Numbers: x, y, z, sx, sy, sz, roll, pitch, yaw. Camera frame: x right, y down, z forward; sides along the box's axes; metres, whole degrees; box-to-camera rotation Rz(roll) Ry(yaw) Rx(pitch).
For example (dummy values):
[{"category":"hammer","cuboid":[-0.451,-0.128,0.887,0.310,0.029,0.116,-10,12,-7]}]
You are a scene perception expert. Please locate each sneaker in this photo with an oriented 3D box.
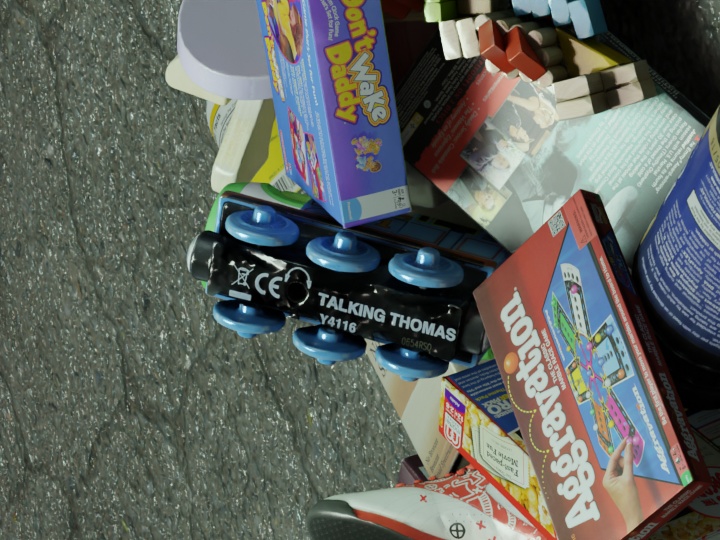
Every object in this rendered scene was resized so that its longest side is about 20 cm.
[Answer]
[{"category":"sneaker","cuboid":[0.073,0.154,1.775,0.200,0.108,0.068,8,138,20]}]

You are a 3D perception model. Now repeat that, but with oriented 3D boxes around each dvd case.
[{"category":"dvd case","cuboid":[0.118,-0.078,1.630,0.200,0.022,0.146,42,114,15]}]

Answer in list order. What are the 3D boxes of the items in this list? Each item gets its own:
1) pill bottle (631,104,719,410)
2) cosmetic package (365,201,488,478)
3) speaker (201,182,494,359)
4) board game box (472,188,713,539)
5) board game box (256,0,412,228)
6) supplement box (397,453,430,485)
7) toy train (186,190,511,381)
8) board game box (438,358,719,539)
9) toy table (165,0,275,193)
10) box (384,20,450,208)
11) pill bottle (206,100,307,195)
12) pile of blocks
[{"category":"pill bottle","cuboid":[0.217,-0.013,1.508,0.112,0.111,0.200,63,148,29]},{"category":"cosmetic package","cuboid":[0.060,0.038,1.854,0.201,0.087,0.104,62,150,31]},{"category":"speaker","cuboid":[0.000,0.000,1.764,0.199,0.089,0.089,13,120,13]},{"category":"board game box","cuboid":[0.127,0.064,1.522,0.103,0.019,0.201,-46,47,34]},{"category":"board game box","cuboid":[-0.023,-0.141,1.637,0.134,0.044,0.201,-137,35,-67]},{"category":"supplement box","cuboid":[0.101,0.220,1.841,0.200,0.085,0.111,50,141,44]},{"category":"toy train","cuboid":[-0.004,0.006,1.661,0.199,0.114,0.087,14,110,13]},{"category":"board game box","cuboid":[0.163,0.109,1.595,0.200,0.151,0.047,44,142,43]},{"category":"toy table","cuboid":[-0.053,-0.146,1.860,0.183,0.200,0.118,30,139,25]},{"category":"box","cuboid":[0.034,-0.157,1.746,0.108,0.128,0.201,9,116,42]},{"category":"pill bottle","cuboid":[-0.045,-0.096,1.981,0.201,0.112,0.113,63,148,30]},{"category":"pile of blocks","cuboid":[0.081,-0.151,1.588,0.199,0.062,0.083,27,110,19]}]
